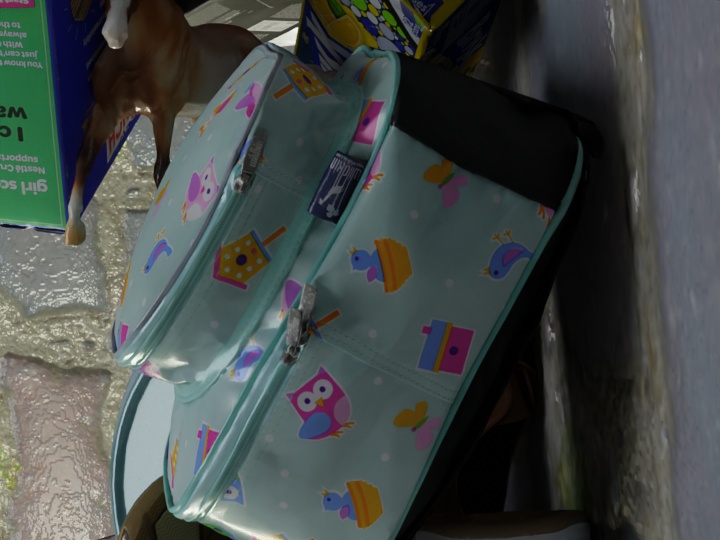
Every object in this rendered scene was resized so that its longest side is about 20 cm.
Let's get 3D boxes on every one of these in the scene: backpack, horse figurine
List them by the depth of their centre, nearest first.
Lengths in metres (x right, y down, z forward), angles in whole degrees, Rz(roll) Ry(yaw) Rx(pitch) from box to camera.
[{"bbox_3d":[-0.013,0.013,0.872,0.176,0.153,0.201,-135,63,-78],"label":"backpack"},{"bbox_3d":[-0.077,-0.072,1.053,0.200,0.050,0.133,6,-90,-61],"label":"horse figurine"}]

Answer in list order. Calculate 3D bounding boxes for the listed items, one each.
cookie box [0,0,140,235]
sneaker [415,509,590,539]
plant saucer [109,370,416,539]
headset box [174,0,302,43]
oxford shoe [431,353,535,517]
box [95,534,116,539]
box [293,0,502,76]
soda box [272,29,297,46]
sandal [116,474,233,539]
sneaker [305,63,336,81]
[{"bbox_3d":[-0.146,-0.146,1.034,0.171,0.075,0.201,-69,-18,-54],"label":"cookie box"},{"bbox_3d":[0.058,0.157,0.933,0.200,0.070,0.109,84,-175,-79],"label":"sneaker"},{"bbox_3d":[-0.053,0.103,1.041,0.199,0.027,0.201,2,93,43],"label":"plant saucer"},{"bbox_3d":[-0.067,-0.224,1.165,0.148,0.075,0.201,-13,78,62],"label":"headset box"},{"bbox_3d":[0.053,0.028,1.010,0.071,0.071,0.201,34,133,42],"label":"oxford shoe"},{"bbox_3d":[-0.037,0.228,1.151,0.164,0.165,0.201,13,-115,-52],"label":"box"},{"bbox_3d":[0.017,-0.114,1.030,0.070,0.064,0.200,45,165,7],"label":"box"},{"bbox_3d":[-0.079,-0.217,1.342,0.200,0.063,0.069,56,-142,-51],"label":"soda box"},{"bbox_3d":[-0.078,0.165,0.977,0.054,0.080,0.201,22,141,31],"label":"sandal"},{"bbox_3d":[0.000,0.000,1.052,0.200,0.077,0.080,56,-167,-33],"label":"sneaker"}]
